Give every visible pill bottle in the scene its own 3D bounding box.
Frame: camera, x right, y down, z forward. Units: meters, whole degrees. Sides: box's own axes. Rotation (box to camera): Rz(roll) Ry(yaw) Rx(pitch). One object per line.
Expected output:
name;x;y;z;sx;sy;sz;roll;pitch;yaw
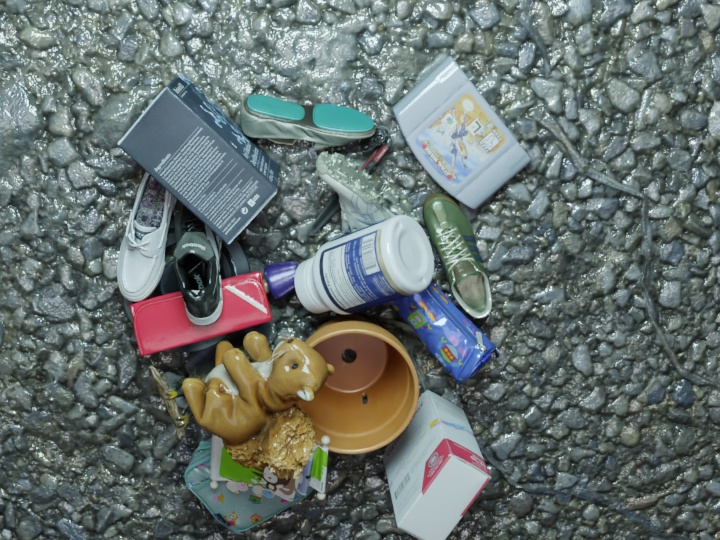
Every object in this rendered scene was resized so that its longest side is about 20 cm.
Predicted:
pill bottle;0.000;0.000;1.279;0.198;0.111;0.112;-18;113;38

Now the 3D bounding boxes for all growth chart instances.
growth chart;-0.140;0.297;1.341;0.196;0.018;0.147;5;121;9

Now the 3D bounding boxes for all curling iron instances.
curling iron;-0.019;-0.134;1.316;0.049;0.026;0.201;37;109;7

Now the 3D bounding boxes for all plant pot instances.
plant pot;-0.015;0.156;1.354;0.196;0.140;0.204;-1;110;-4

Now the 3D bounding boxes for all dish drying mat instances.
dish drying mat;-0.231;0.061;1.276;0.196;0.018;0.078;-15;88;-3

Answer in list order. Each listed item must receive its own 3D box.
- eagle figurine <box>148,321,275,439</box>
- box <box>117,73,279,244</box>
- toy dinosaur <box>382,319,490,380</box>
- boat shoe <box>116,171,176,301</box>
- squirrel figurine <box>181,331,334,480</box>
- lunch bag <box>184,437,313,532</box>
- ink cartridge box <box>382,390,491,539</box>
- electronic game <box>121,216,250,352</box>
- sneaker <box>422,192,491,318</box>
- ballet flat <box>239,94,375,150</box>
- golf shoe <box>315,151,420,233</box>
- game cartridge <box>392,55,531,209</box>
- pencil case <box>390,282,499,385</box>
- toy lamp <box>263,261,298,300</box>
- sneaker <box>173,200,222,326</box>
eagle figurine;-0.214;0.174;1.372;0.198;0.152;0.153;-29;156;-24
box;-0.218;-0.159;1.227;0.200;0.149;0.107;42;102;-16
toy dinosaur;0.140;0.104;1.398;0.198;0.048;0.089;32;111;-10
boat shoe;-0.306;-0.056;1.266;0.071;0.069;0.203;20;86;3
squirrel figurine;-0.120;0.183;1.229;0.183;0.141;0.204;-16;97;20
lunch bag;-0.181;0.323;1.421;0.198;0.077;0.161;-31;113;17
ink cartridge box;0.114;0.305;1.382;0.085;0.201;0.149;29;106;-14
electronic game;-0.260;0.020;1.313;0.195;0.042;0.205;0;85;1
sneaker;0.153;-0.017;1.330;0.066;0.090;0.203;-22;109;5
ballet flat;-0.078;-0.207;1.274;0.196;0.068;0.064;9;136;-6
golf shoe;-0.005;-0.092;1.282;0.097;0.079;0.199;-41;128;23
game cartridge;0.144;-0.194;1.299;0.133;0.042;0.200;-41;107;6
pencil case;0.120;0.077;1.332;0.201;0.078;0.087;49;143;5
toy lamp;-0.184;0.038;1.347;0.196;0.058;0.059;-20;110;4
sneaker;-0.230;-0.031;1.242;0.065;0.091;0.204;-7;70;-4
